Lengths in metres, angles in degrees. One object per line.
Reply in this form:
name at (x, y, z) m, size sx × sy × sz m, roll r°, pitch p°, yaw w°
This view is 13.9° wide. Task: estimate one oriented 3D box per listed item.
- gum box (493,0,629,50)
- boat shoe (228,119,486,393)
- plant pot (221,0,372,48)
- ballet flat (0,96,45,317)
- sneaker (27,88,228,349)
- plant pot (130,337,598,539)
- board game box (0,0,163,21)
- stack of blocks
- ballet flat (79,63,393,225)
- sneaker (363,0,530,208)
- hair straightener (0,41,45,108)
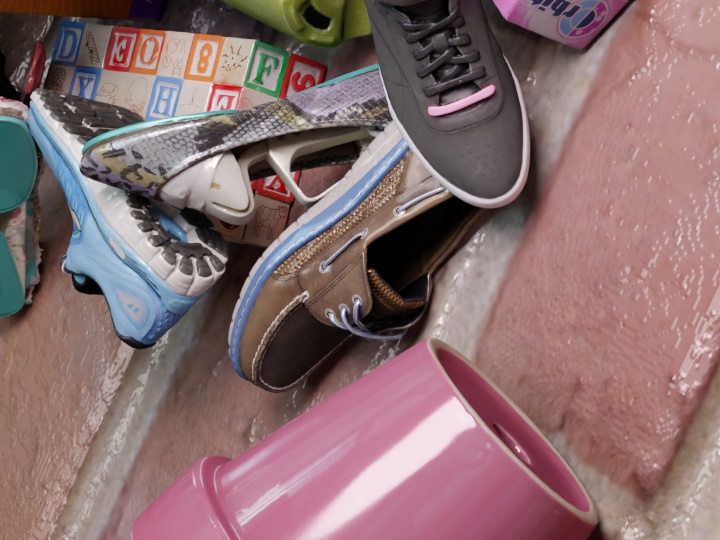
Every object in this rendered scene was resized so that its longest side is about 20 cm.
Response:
gum box at (0.099, -0.233, 1.601) m, size 0.114 × 0.066 × 0.200 m, roll -46°, pitch 48°, yaw 27°
boat shoe at (0.000, 0.000, 1.629) m, size 0.200 × 0.072 × 0.072 m, roll -53°, pitch 46°, yaw 22°
plant pot at (-0.055, -0.224, 1.702) m, size 0.190 × 0.200 × 0.200 m, roll 42°, pitch 109°, yaw 34°
ballet flat at (-0.236, -0.051, 1.855) m, size 0.200 × 0.075 × 0.064 m, roll 102°, pitch 162°, yaw -49°
sneaker at (-0.154, -0.032, 1.720) m, size 0.090 × 0.078 × 0.200 m, roll -58°, pitch 41°, yaw 25°
plant pot at (0.014, 0.140, 1.492) m, size 0.179 × 0.200 × 0.200 m, roll -44°, pitch 46°, yaw 8°
board game box at (-0.237, -0.287, 1.858) m, size 0.200 × 0.200 × 0.200 m, roll 32°, pitch 114°, yaw 45°
stack of blocks at (-0.118, -0.085, 1.799) m, size 0.200 × 0.059 × 0.115 m, roll 11°, pitch 86°, yaw 49°
ballet flat at (-0.054, -0.063, 1.646) m, size 0.072 × 0.200 × 0.072 m, roll 165°, pitch 90°, yaw -81°
sneaker at (0.035, -0.129, 1.548) m, size 0.071 × 0.099 × 0.200 m, roll -20°, pitch 84°, yaw 4°
hair straightener at (-0.240, -0.125, 1.885) m, size 0.200 × 0.077 × 0.041 m, roll 165°, pitch 118°, yaw -84°
